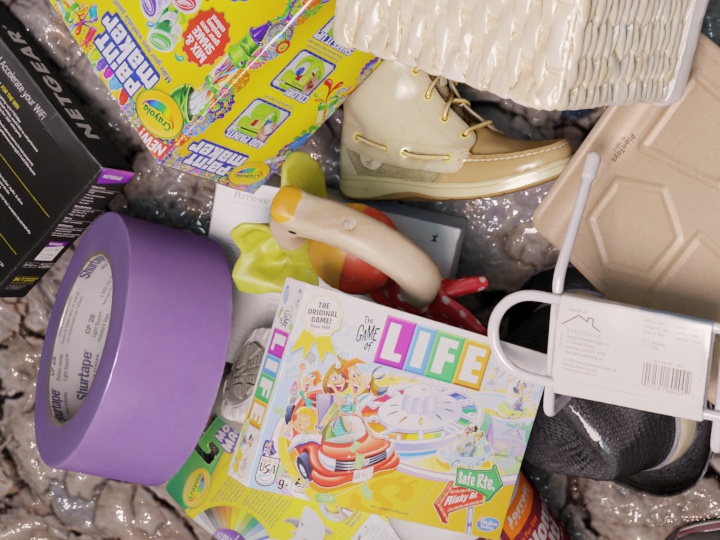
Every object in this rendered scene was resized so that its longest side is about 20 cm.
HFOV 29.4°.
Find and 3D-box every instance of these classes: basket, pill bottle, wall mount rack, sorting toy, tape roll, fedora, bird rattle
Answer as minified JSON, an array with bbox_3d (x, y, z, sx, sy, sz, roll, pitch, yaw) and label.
[{"bbox_3d":[0.104,-0.212,0.859,0.198,0.161,0.201,23,116,35],"label":"basket"},{"bbox_3d":[0.086,0.189,1.052,0.109,0.110,0.200,-24,125,15],"label":"pill bottle"},{"bbox_3d":[0.188,0.020,0.890,0.199,0.075,0.174,11,108,25],"label":"wall mount rack"},{"bbox_3d":[0.235,-0.035,0.920,0.200,0.036,0.185,45,122,21],"label":"sorting toy"},{"bbox_3d":[-0.179,0.061,1.061,0.085,0.200,0.200,15,108,-26],"label":"tape roll"},{"bbox_3d":[0.160,0.096,1.014,0.200,0.091,0.201,34,137,40],"label":"fedora"},{"bbox_3d":[0.000,0.000,0.982,0.200,0.163,0.113,33,81,12],"label":"bird rattle"}]

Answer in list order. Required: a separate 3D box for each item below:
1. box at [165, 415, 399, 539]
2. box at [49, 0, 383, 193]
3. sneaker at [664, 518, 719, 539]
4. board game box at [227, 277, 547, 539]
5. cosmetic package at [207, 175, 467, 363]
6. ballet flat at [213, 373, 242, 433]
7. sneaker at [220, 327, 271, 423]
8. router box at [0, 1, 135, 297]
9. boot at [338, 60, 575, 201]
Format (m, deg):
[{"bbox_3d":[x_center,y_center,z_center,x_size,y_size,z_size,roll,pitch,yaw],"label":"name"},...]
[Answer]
[{"bbox_3d":[-0.056,0.202,1.155,0.200,0.048,0.117,38,107,-1],"label":"box"},{"bbox_3d":[-0.096,-0.199,0.995,0.193,0.122,0.200,-44,65,17],"label":"box"},{"bbox_3d":[0.328,0.252,1.053,0.199,0.116,0.076,8,104,9],"label":"sneaker"},{"bbox_3d":[0.024,0.095,0.917,0.200,0.034,0.135,17,89,-28],"label":"board game box"},{"bbox_3d":[-0.027,0.012,1.103,0.199,0.052,0.151,13,106,8],"label":"cosmetic package"},{"bbox_3d":[-0.023,0.124,1.106,0.200,0.068,0.064,28,139,-9],"label":"ballet flat"},{"bbox_3d":[-0.027,0.086,1.016,0.099,0.078,0.200,29,153,-30],"label":"sneaker"},{"bbox_3d":[-0.294,-0.100,1.103,0.149,0.051,0.200,-44,74,17],"label":"router box"},{"bbox_3d":[0.063,-0.133,1.024,0.200,0.073,0.156,1,101,37],"label":"boot"}]
